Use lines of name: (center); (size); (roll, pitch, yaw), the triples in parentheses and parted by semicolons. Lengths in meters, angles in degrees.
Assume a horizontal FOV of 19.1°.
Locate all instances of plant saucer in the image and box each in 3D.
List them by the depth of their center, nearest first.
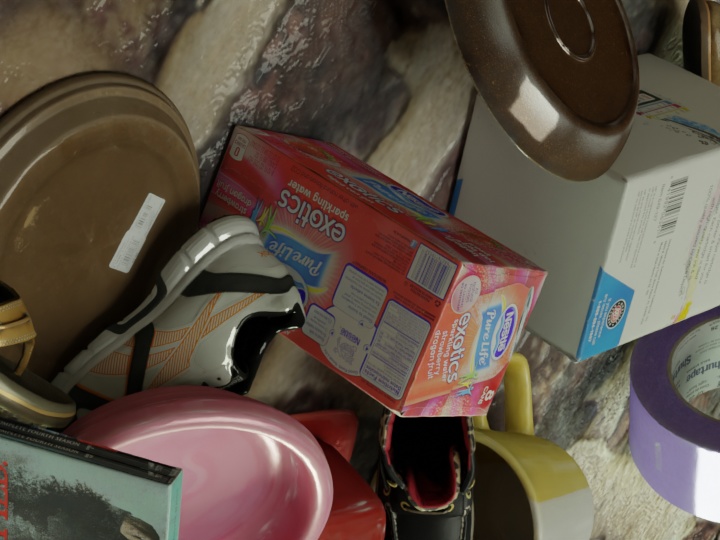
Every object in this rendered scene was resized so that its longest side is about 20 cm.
plant saucer: (-0.165, -0.017, 1.243); (0.200, 0.029, 0.201); (-30, 136, -35)
plant saucer: (-0.117, 0.136, 1.263); (0.199, 0.051, 0.201); (-13, 137, -12)
plant saucer: (0.125, -0.156, 1.379); (0.200, 0.032, 0.201); (29, 51, -43)

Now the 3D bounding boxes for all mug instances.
mug: (0.112, 0.172, 1.629); (0.153, 0.149, 0.187); (-2, 124, -59)

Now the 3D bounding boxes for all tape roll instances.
tape roll: (0.323, 0.112, 1.786); (0.200, 0.200, 0.085); (-34, 138, -30)

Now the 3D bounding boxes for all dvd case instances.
dvd case: (-0.197, 0.146, 1.189); (0.022, 0.199, 0.147); (-54, 156, -56)

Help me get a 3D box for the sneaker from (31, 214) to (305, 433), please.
sneaker: (-0.115, 0.062, 1.264); (0.200, 0.080, 0.074); (-48, 157, 5)

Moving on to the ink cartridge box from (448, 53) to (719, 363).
ink cartridge box: (0.183, -0.052, 1.539); (0.199, 0.144, 0.148); (-17, 129, -43)

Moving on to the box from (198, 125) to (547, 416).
box: (0.000, 0.000, 1.306); (0.094, 0.200, 0.103); (6, 110, -52)

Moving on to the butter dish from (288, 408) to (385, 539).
butter dish: (-0.053, 0.212, 1.446); (0.199, 0.148, 0.201); (-2, 117, -49)

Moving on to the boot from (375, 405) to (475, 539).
boot: (0.047, 0.142, 1.485); (0.151, 0.073, 0.202); (-77, 170, -85)

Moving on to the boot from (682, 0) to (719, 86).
boot: (0.289, -0.136, 1.644); (0.075, 0.074, 0.201); (-10, 138, 9)

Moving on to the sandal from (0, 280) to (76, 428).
sandal: (-0.213, 0.021, 1.145); (0.054, 0.080, 0.200); (-48, 128, -5)
